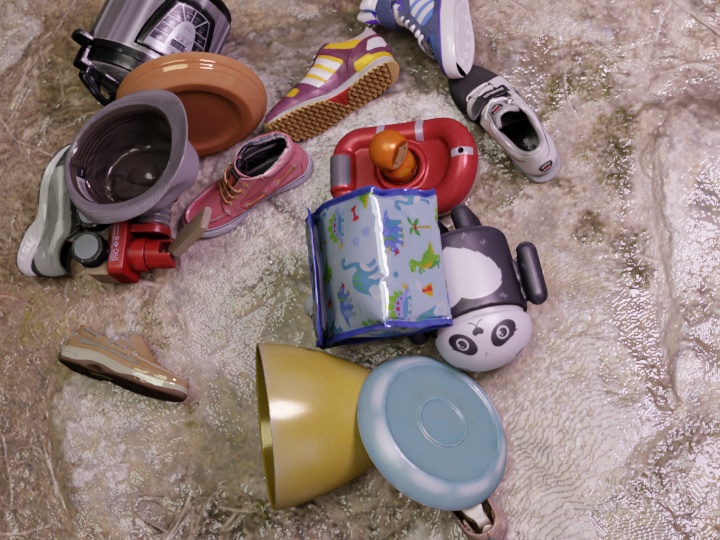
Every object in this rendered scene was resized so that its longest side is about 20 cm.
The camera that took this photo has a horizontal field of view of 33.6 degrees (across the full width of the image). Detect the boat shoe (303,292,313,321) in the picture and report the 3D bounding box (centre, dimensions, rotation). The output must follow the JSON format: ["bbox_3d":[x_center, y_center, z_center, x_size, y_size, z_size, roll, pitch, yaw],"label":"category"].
[{"bbox_3d":[0.021,0.010,1.524,0.200,0.074,0.067,-41,74,15],"label":"boat shoe"}]

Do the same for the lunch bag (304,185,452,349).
[{"bbox_3d":[0.000,0.000,1.425,0.200,0.127,0.170,-16,77,55],"label":"lunch bag"}]

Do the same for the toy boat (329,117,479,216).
[{"bbox_3d":[0.049,-0.138,1.521,0.200,0.131,0.131,-6,73,15],"label":"toy boat"}]

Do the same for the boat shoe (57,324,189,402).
[{"bbox_3d":[-0.307,0.115,1.587,0.200,0.072,0.076,16,67,20],"label":"boat shoe"}]

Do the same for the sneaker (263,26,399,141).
[{"bbox_3d":[-0.049,-0.253,1.623,0.200,0.075,0.090,-28,60,0],"label":"sneaker"}]

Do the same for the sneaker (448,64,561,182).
[{"bbox_3d":[0.181,-0.205,1.527,0.074,0.089,0.200,-42,66,2],"label":"sneaker"}]

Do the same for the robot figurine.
[{"bbox_3d":[0.133,0.023,1.449,0.150,0.125,0.200,-41,57,50],"label":"robot figurine"}]

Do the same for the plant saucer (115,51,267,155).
[{"bbox_3d":[-0.223,-0.211,1.584,0.200,0.200,0.037,-15,59,12],"label":"plant saucer"}]

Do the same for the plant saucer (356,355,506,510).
[{"bbox_3d":[0.091,0.182,1.395,0.027,0.200,0.200,-49,58,46],"label":"plant saucer"}]

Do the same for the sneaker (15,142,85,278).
[{"bbox_3d":[-0.415,-0.082,1.680,0.079,0.074,0.200,14,84,10],"label":"sneaker"}]

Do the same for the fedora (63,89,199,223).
[{"bbox_3d":[-0.277,-0.133,1.518,0.200,0.090,0.177,-17,65,22],"label":"fedora"}]

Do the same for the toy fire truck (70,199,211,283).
[{"bbox_3d":[-0.278,-0.077,1.605,0.200,0.129,0.176,0,73,12],"label":"toy fire truck"}]

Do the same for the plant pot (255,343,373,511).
[{"bbox_3d":[-0.046,0.180,1.438,0.142,0.200,0.200,-6,71,-9],"label":"plant pot"}]

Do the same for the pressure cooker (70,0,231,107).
[{"bbox_3d":[-0.286,-0.298,1.644,0.176,0.179,0.200,20,76,16],"label":"pressure cooker"}]

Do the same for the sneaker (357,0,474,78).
[{"bbox_3d":[0.068,-0.328,1.594,0.146,0.081,0.200,-13,65,23],"label":"sneaker"}]

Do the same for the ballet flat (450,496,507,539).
[{"bbox_3d":[0.109,0.240,1.424,0.068,0.067,0.200,-38,67,2],"label":"ballet flat"}]

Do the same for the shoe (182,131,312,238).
[{"bbox_3d":[-0.165,-0.117,1.598,0.200,0.091,0.072,-29,68,7],"label":"shoe"}]
